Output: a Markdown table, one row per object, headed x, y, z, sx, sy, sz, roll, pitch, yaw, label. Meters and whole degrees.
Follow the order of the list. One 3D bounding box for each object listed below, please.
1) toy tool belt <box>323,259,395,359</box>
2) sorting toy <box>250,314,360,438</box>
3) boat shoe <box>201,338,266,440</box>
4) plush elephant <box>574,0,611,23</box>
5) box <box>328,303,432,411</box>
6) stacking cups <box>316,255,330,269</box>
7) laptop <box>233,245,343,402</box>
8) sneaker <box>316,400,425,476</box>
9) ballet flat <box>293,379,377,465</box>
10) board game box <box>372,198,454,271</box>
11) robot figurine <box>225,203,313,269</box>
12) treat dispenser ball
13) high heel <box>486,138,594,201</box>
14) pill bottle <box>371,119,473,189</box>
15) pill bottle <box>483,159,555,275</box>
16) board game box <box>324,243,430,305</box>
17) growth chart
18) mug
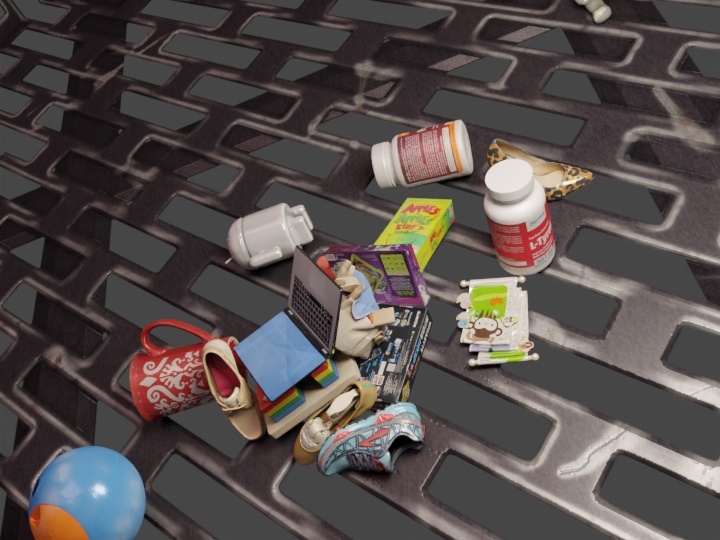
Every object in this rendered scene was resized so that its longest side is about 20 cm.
| x | y | z | sx | sy | sz | roll | pitch | yaw | label |
| --- | --- | --- | --- | --- | --- | --- | --- | --- | --- |
| -0.012 | 0.050 | 1.487 | 0.123 | 0.124 | 0.202 | -45 | 52 | 22 | toy tool belt |
| -0.119 | 0.168 | 1.513 | 0.199 | 0.070 | 0.200 | -36 | 38 | 10 | sorting toy |
| -0.236 | 0.225 | 1.491 | 0.073 | 0.203 | 0.069 | -28 | 5 | 4 | boat shoe |
| 0.536 | -0.695 | 1.856 | 0.163 | 0.156 | 0.201 | -33 | 48 | -3 | plush elephant |
| 0.032 | 0.156 | 1.508 | 0.156 | 0.046 | 0.203 | 3 | 56 | 28 | box |
| 0.000 | 0.000 | 1.638 | 0.197 | 0.061 | 0.061 | 14 | 61 | 34 | stacking cups |
| -0.132 | 0.089 | 1.446 | 0.114 | 0.204 | 0.187 | -5 | 27 | -30 | laptop |
| 0.018 | 0.301 | 1.382 | 0.198 | 0.080 | 0.096 | -30 | 50 | 1 | sneaker |
| -0.056 | 0.260 | 1.424 | 0.200 | 0.063 | 0.069 | -46 | 62 | 9 | ballet flat |
| 0.103 | -0.070 | 1.607 | 0.100 | 0.048 | 0.201 | 4 | 37 | 28 | board game box |
| -0.199 | -0.071 | 1.747 | 0.196 | 0.114 | 0.171 | -18 | 34 | 12 | robot figurine |
| -0.480 | 0.414 | 1.445 | 0.197 | 0.202 | 0.204 | -13 | 50 | 15 | treat dispenser ball |
| 0.343 | -0.203 | 1.575 | 0.196 | 0.143 | 0.072 | -3 | 53 | 23 | high heel |
| 0.129 | -0.238 | 1.722 | 0.196 | 0.115 | 0.116 | -11 | 50 | 16 | pill bottle |
| 0.284 | -0.096 | 1.476 | 0.110 | 0.202 | 0.114 | -12 | 45 | 13 | pill bottle |
| 0.030 | 0.009 | 1.548 | 0.197 | 0.122 | 0.032 | 0 | 27 | 39 | board game box |
| 0.242 | 0.089 | 1.482 | 0.142 | 0.018 | 0.203 | -12 | 49 | 16 | growth chart |
| -0.333 | 0.189 | 1.575 | 0.196 | 0.180 | 0.135 | -14 | 37 | 9 | mug |
